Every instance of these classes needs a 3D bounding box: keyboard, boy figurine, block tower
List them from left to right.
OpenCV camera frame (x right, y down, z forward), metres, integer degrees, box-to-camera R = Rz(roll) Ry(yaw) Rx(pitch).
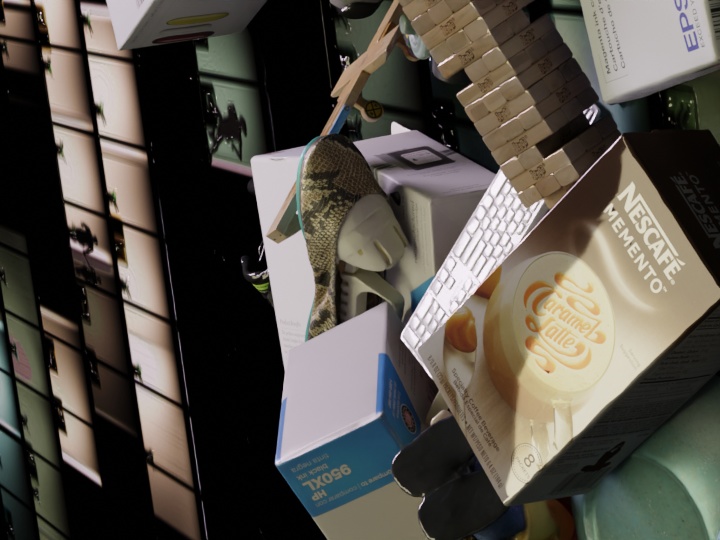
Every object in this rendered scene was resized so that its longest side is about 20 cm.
[{"bbox_3d":[0.080,0.141,1.599,0.125,0.064,0.200,60,-174,22],"label":"boy figurine"},{"bbox_3d":[0.081,-0.133,1.567,0.058,0.054,0.200,-30,94,48],"label":"block tower"},{"bbox_3d":[0.086,-0.027,1.649,0.200,0.011,0.056,-59,40,15],"label":"keyboard"}]

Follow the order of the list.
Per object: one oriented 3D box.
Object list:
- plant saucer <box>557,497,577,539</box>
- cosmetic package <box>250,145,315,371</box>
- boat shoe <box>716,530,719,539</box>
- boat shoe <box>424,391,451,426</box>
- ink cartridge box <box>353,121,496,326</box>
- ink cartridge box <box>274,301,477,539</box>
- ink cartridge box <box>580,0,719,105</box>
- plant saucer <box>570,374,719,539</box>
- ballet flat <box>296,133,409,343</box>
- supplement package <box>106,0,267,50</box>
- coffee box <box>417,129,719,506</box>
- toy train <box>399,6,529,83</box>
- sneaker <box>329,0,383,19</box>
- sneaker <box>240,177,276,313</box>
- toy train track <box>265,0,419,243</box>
[{"bbox_3d":[0.143,0.088,1.661,0.200,0.037,0.201,-152,54,-64],"label":"plant saucer"},{"bbox_3d":[-0.017,0.007,1.973,0.102,0.074,0.201,7,106,62],"label":"cosmetic package"},{"bbox_3d":[0.242,0.206,1.437,0.069,0.084,0.200,25,144,45],"label":"boat shoe"},{"bbox_3d":[0.104,0.044,1.627,0.068,0.072,0.200,34,138,8],"label":"boat shoe"},{"bbox_3d":[0.038,-0.024,1.828,0.200,0.067,0.116,-147,48,-61],"label":"ink cartridge box"},{"bbox_3d":[0.032,0.146,1.737,0.200,0.084,0.145,57,-163,-23],"label":"ink cartridge box"},{"bbox_3d":[0.149,-0.199,1.493,0.200,0.043,0.197,163,95,-68],"label":"ink cartridge box"},{"bbox_3d":[0.178,0.150,1.532,0.201,0.039,0.202,25,122,47],"label":"plant saucer"},{"bbox_3d":[0.000,0.000,1.775,0.075,0.068,0.200,32,140,32],"label":"ballet flat"},{"bbox_3d":[-0.133,-0.281,2.071,0.200,0.111,0.156,141,116,-67],"label":"supplement package"},{"bbox_3d":[0.136,0.027,1.473,0.200,0.080,0.115,-49,60,35],"label":"coffee box"},{"bbox_3d":[0.060,-0.220,1.663,0.114,0.085,0.200,-110,17,-53],"label":"toy train"},{"bbox_3d":[-0.006,-0.206,1.625,0.200,0.075,0.116,-62,-31,-70],"label":"sneaker"},{"bbox_3d":[-0.051,0.013,2.052,0.071,0.082,0.200,-162,63,-67],"label":"sneaker"},{"bbox_3d":[-0.004,-0.101,1.809,0.200,0.032,0.115,-62,11,-19],"label":"toy train track"}]
